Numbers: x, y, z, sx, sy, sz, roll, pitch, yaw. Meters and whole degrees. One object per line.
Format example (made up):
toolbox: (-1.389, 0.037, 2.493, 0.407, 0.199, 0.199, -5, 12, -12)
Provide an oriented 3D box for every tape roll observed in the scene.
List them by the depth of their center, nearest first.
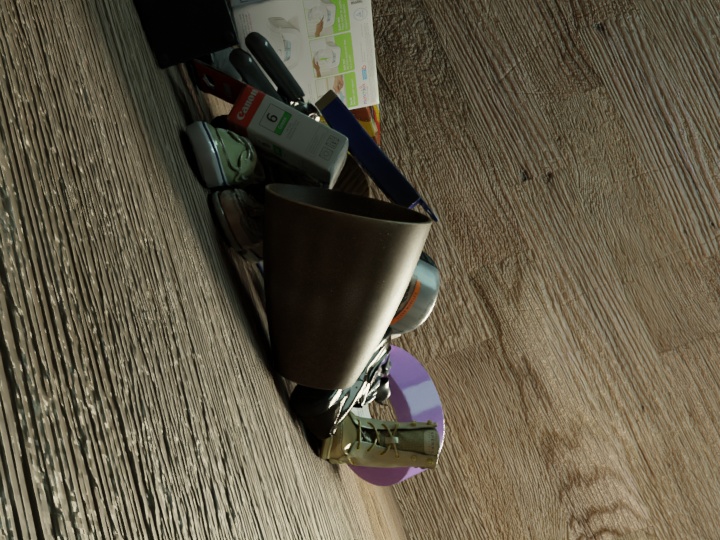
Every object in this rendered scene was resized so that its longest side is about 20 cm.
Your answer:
tape roll: (0.032, 0.215, 1.389, 0.199, 0.065, 0.202, 17, -66, 45)

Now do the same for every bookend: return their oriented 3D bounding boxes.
bookend: (-0.207, -0.330, 1.070, 0.200, 0.092, 0.200, -127, -162, -83)

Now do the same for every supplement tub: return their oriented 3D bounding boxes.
supplement tub: (0.000, 0.000, 1.210, 0.199, 0.122, 0.123, 25, 33, -41)

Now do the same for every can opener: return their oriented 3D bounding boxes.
can opener: (-0.107, -0.221, 1.131, 0.067, 0.053, 0.200, 42, -4, 30)

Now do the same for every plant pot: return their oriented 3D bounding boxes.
plant pot: (-0.032, 0.022, 1.029, 0.187, 0.186, 0.201, -112, -146, -77)

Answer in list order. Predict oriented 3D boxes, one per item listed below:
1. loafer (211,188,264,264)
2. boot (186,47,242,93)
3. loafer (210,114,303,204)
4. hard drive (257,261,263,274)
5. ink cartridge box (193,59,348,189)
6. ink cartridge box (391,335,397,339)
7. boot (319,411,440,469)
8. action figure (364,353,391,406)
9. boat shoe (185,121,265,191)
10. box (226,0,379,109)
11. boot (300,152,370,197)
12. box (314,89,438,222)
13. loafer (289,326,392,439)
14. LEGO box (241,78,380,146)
loafer: (-0.124, -0.058, 1.082, 0.200, 0.063, 0.072, 73, -4, -79)
boot: (-0.221, -0.297, 1.354, 0.200, 0.069, 0.132, 60, 14, -48)
loafer: (-0.141, -0.139, 1.184, 0.063, 0.072, 0.200, 7, 35, -53)
hard drive: (-0.160, -0.098, 1.309, 0.132, 0.025, 0.201, 71, -1, -57)
ink cartridge box: (-0.113, -0.166, 1.091, 0.199, 0.051, 0.109, 27, -9, 1)
ink cartridge box: (-0.002, 0.087, 1.415, 0.117, 0.199, 0.068, 71, -2, -84)
boot: (0.027, 0.219, 1.209, 0.200, 0.153, 0.073, 75, 19, -70)
action figure: (-0.030, 0.108, 1.239, 0.200, 0.069, 0.130, 46, 18, -5)
boat shoe: (-0.149, -0.129, 1.046, 0.200, 0.062, 0.072, 84, -15, -87)
box: (-0.074, -0.302, 1.216, 0.201, 0.175, 0.097, 81, -5, -51)
boot: (-0.067, -0.107, 1.268, 0.200, 0.072, 0.167, 38, -28, 20)
box: (0.022, -0.129, 1.146, 0.200, 0.032, 0.121, 49, 3, 1)
loafer: (-0.021, 0.132, 1.137, 0.200, 0.073, 0.072, -43, 130, -47)
LEGO box: (-0.077, -0.235, 1.367, 0.077, 0.199, 0.150, 69, 15, -45)
